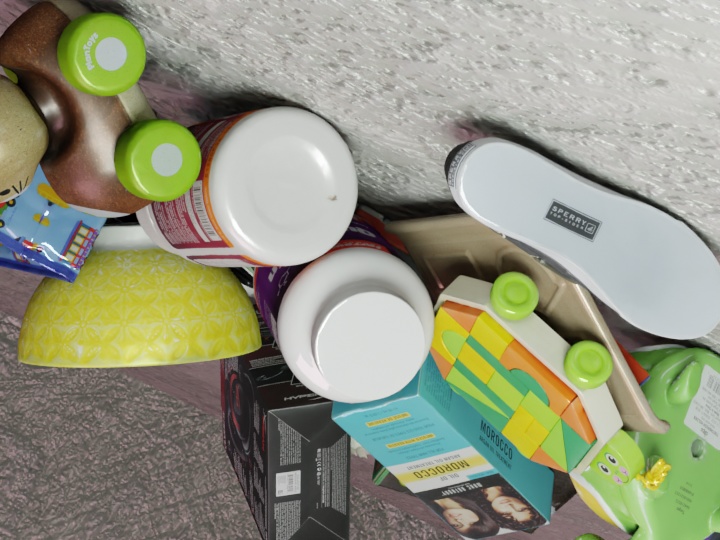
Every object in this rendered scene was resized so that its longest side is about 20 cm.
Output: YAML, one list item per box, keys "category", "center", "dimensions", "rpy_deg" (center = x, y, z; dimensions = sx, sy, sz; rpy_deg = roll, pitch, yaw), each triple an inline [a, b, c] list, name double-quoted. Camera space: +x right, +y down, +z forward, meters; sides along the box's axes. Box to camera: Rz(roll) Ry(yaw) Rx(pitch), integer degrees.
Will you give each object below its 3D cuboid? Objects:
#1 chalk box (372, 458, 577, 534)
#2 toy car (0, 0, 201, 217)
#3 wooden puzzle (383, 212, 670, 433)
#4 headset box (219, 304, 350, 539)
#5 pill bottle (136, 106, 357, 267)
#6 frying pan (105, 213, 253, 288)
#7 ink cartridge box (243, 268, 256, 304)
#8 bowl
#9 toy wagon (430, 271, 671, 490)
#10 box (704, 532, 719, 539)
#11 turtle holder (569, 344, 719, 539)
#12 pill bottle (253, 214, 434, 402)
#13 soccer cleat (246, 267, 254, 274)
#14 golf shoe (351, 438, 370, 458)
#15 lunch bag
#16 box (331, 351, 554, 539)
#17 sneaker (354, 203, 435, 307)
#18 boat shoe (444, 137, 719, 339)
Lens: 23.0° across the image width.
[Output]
- category: "chalk box"
  center: [0.087, 0.119, 1.495]
  dimensions: [0.200, 0.124, 0.125]
  rpy_deg: [20, 142, -13]
- category: "toy car"
  center: [-0.239, -0.077, 1.198]
  dimensions: [0.164, 0.200, 0.158]
  rpy_deg: [13, 133, 62]
- category: "wooden puzzle"
  center: [0.124, 0.031, 1.278]
  dimensions: [0.200, 0.046, 0.185]
  rpy_deg: [56, 155, -16]
- category: "headset box"
  center: [-0.070, 0.128, 1.545]
  dimensions: [0.075, 0.149, 0.200]
  rpy_deg: [-7, -152, -15]
- category: "pill bottle"
  center: [-0.090, -0.057, 1.281]
  dimensions: [0.109, 0.110, 0.200]
  rpy_deg: [30, 168, -23]
- category: "frying pan"
  center: [-0.175, -0.048, 1.554]
  dimensions: [0.190, 0.031, 0.115]
  rpy_deg: [30, -154, -19]
- category: "ink cartridge box"
  center: [-0.182, -0.014, 1.666]
  dimensions: [0.200, 0.084, 0.145]
  rpy_deg: [28, 180, -12]
- category: "bowl"
  center: [-0.182, 0.015, 1.449]
  dimensions: [0.200, 0.108, 0.200]
  rpy_deg: [-2, -176, 0]
- category: "toy wagon"
  center: [0.131, 0.088, 1.246]
  dimensions: [0.200, 0.040, 0.155]
  rpy_deg: [43, 155, 12]
- category: "box"
  center: [0.325, 0.213, 1.391]
  dimensions: [0.141, 0.200, 0.079]
  rpy_deg: [19, 167, 23]
- category: "turtle holder"
  center: [0.222, 0.149, 1.354]
  dimensions: [0.141, 0.186, 0.132]
  rpy_deg: [-2, -176, -38]
- category: "pill bottle"
  center: [-0.012, 0.027, 1.286]
  dimensions: [0.112, 0.113, 0.200]
  rpy_deg: [28, -174, -17]
- category: "soccer cleat"
  center: [-0.100, -0.039, 1.486]
  dimensions: [0.200, 0.068, 0.081]
  rpy_deg: [35, 147, 11]
- category: "golf shoe"
  center: [-0.021, 0.070, 1.577]
  dimensions: [0.097, 0.078, 0.200]
  rpy_deg: [72, 176, -59]
- category: "lunch bag"
  center: [-0.269, -0.077, 1.457]
  dimensions: [0.094, 0.151, 0.200]
  rpy_deg: [31, 167, -24]
- category: "box"
  center: [0.067, 0.138, 1.379]
  dimensions: [0.082, 0.049, 0.200]
  rpy_deg: [-18, 135, 31]
- category: "sneaker"
  center: [0.000, 0.000, 1.412]
  dimensions: [0.200, 0.082, 0.077]
  rpy_deg: [27, 168, -11]
- category: "boat shoe"
  center: [0.135, -0.023, 1.094]
  dimensions: [0.200, 0.070, 0.066]
  rpy_deg: [25, -174, -16]
